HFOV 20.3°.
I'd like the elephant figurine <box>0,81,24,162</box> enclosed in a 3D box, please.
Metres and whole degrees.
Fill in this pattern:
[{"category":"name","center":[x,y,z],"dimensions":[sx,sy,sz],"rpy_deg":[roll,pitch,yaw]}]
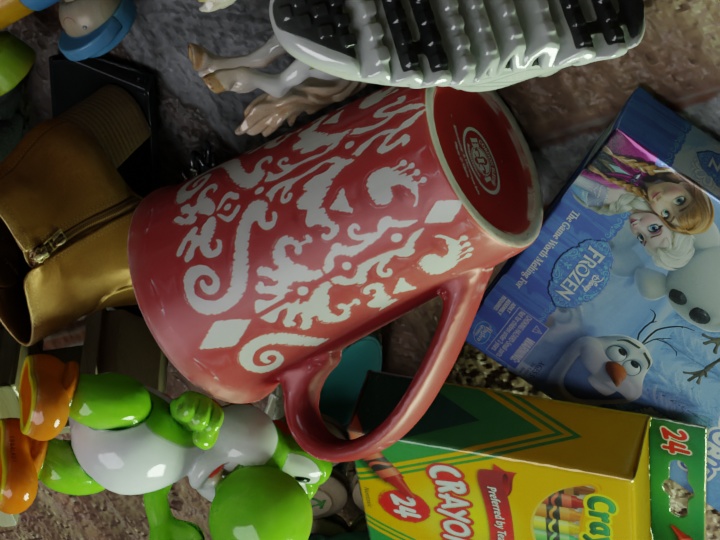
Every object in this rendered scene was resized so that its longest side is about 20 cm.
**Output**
[{"category":"elephant figurine","center":[-0.293,-0.055,1.198],"dimensions":[0.155,0.200,0.142],"rpy_deg":[34,137,0]}]

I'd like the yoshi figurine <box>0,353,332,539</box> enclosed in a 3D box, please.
[{"category":"yoshi figurine","center":[-0.104,0.118,1.143],"dimensions":[0.199,0.113,0.112],"rpy_deg":[12,171,-25]}]

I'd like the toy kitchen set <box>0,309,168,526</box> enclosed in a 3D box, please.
[{"category":"toy kitchen set","center":[-0.215,0.023,1.213],"dimensions":[0.162,0.201,0.181],"rpy_deg":[-7,133,5]}]

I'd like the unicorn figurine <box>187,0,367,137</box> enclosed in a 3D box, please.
[{"category":"unicorn figurine","center":[-0.021,-0.150,1.035],"dimensions":[0.137,0.074,0.200],"rpy_deg":[-12,158,-10]}]

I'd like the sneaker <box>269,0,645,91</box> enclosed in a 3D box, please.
[{"category":"sneaker","center":[0.041,-0.115,0.972],"dimensions":[0.081,0.199,0.076],"rpy_deg":[-27,69,57]}]

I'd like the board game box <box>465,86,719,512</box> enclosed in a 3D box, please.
[{"category":"board game box","center":[0.181,0.026,1.098],"dimensions":[0.198,0.043,0.200],"rpy_deg":[33,138,0]}]

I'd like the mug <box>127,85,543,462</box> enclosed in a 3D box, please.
[{"category":"mug","center":[0.002,-0.008,1.102],"dimensions":[0.199,0.134,0.178],"rpy_deg":[-27,109,30]}]

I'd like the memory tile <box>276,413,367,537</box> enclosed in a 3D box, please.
[{"category":"memory tile","center":[0.018,0.157,1.284],"dimensions":[0.152,0.017,0.201],"rpy_deg":[0,137,1]}]

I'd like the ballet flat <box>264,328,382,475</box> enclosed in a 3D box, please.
[{"category":"ballet flat","center":[-0.037,0.091,1.277],"dimensions":[0.071,0.072,0.201],"rpy_deg":[25,134,10]}]

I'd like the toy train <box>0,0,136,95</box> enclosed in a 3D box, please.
[{"category":"toy train","center":[-0.234,-0.143,1.143],"dimensions":[0.199,0.085,0.116],"rpy_deg":[-26,128,20]}]

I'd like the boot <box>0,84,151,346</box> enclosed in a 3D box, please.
[{"category":"boot","center":[-0.151,0.005,1.175],"dimensions":[0.071,0.144,0.202],"rpy_deg":[-4,123,40]}]

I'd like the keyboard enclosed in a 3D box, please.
[{"category":"keyboard","center":[-0.134,-0.042,1.247],"dimensions":[0.127,0.021,0.201],"rpy_deg":[23,137,20]}]

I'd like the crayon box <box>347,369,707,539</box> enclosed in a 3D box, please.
[{"category":"crayon box","center":[0.099,0.129,1.163],"dimensions":[0.199,0.051,0.127],"rpy_deg":[7,138,17]}]

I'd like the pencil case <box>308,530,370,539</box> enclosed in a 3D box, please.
[{"category":"pencil case","center":[0.055,0.207,1.259],"dimensions":[0.199,0.085,0.093],"rpy_deg":[-2,97,6]}]
